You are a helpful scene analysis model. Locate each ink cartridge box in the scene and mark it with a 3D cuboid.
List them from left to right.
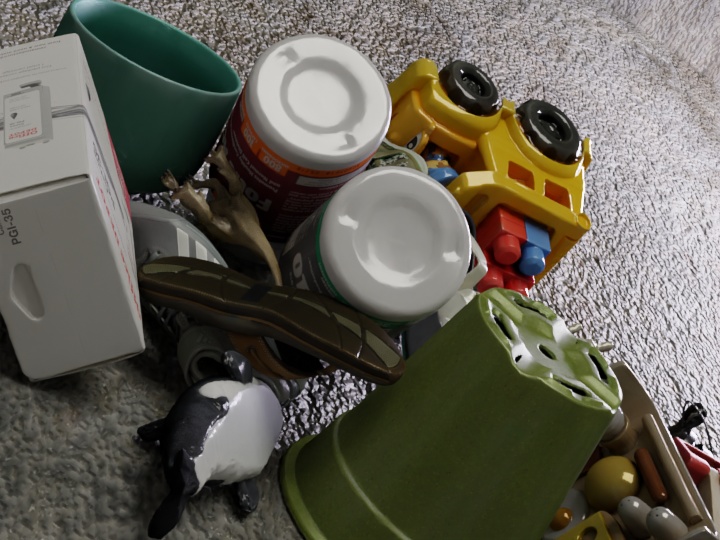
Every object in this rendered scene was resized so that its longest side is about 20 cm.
[{"bbox_3d":[-0.204,-0.045,1.212,0.083,0.147,0.200,-14,35,-2],"label":"ink cartridge box"}]

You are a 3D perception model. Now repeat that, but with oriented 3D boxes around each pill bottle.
[{"bbox_3d":[-0.057,-0.089,1.441,0.114,0.200,0.114,7,63,-15],"label":"pill bottle"},{"bbox_3d":[0.000,0.000,1.365,0.113,0.113,0.200,34,-19,-6],"label":"pill bottle"}]

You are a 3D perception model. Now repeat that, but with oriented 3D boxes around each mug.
[{"bbox_3d":[-0.180,-0.133,1.466,0.152,0.115,0.185,35,19,17],"label":"mug"}]

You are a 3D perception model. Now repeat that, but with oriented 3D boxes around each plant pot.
[{"bbox_3d":[0.077,0.119,1.260,0.200,0.190,0.200,30,23,-15],"label":"plant pot"}]

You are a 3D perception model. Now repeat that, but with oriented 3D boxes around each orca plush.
[{"bbox_3d":[-0.111,0.119,1.183,0.200,0.071,0.105,-64,145,-64],"label":"orca plush"}]

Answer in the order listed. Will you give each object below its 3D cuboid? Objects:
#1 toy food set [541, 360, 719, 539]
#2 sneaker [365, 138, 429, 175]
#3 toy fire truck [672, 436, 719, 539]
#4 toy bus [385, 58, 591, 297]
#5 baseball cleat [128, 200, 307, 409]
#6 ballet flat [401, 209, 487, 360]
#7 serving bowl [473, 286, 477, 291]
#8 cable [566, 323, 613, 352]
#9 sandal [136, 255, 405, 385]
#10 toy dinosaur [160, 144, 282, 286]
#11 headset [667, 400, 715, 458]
[{"bbox_3d":[0.168,0.167,1.347,0.060,0.143,0.200,47,15,-31],"label":"toy food set"},{"bbox_3d":[-0.015,-0.097,1.539,0.088,0.077,0.200,18,21,-37],"label":"sneaker"},{"bbox_3d":[0.230,0.230,1.332,0.049,0.141,0.200,30,23,-17],"label":"toy fire truck"},{"bbox_3d":[0.101,-0.063,1.595,0.200,0.136,0.192,26,40,-21],"label":"toy bus"},{"bbox_3d":[-0.122,0.025,1.309,0.200,0.070,0.106,38,22,5],"label":"baseball cleat"},{"bbox_3d":[0.071,0.021,1.456,0.073,0.073,0.200,27,38,-22],"label":"ballet flat"},{"bbox_3d":[0.032,-0.007,1.609,0.200,0.066,0.200,31,23,-15],"label":"serving bowl"},{"bbox_3d":[0.110,0.083,1.466,0.200,0.050,0.097,-11,38,-27],"label":"cable"},{"bbox_3d":[-0.064,0.044,1.244,0.200,0.055,0.082,16,19,11],"label":"sandal"},{"bbox_3d":[-0.095,-0.038,1.381,0.101,0.058,0.200,53,-10,-25],"label":"toy dinosaur"},{"bbox_3d":[0.295,0.196,1.624,0.123,0.094,0.200,34,37,-18],"label":"headset"}]
